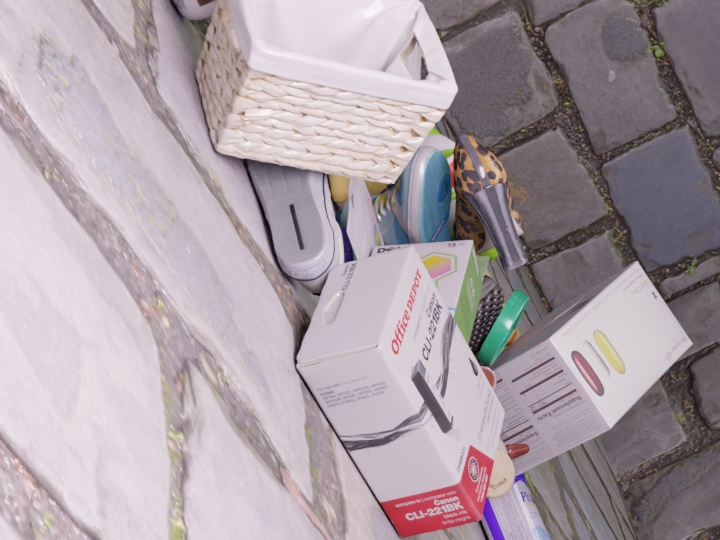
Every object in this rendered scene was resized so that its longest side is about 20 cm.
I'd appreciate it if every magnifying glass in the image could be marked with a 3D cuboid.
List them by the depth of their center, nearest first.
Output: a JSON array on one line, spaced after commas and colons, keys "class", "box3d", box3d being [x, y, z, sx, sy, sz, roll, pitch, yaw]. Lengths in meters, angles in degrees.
[{"class": "magnifying glass", "box3d": [0.149, 0.062, 1.604, 0.022, 0.080, 0.200, 30, -1, 7]}]

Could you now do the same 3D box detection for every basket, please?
[{"class": "basket", "box3d": [-0.037, -0.171, 1.368, 0.198, 0.124, 0.136, 9, 42, -27]}]

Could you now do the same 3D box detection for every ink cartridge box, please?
[{"class": "ink cartridge box", "box3d": [0.039, 0.102, 1.338, 0.201, 0.083, 0.145, 59, 29, -26]}, {"class": "ink cartridge box", "box3d": [0.058, 0.022, 1.511, 0.201, 0.103, 0.060, -69, 150, -52]}]

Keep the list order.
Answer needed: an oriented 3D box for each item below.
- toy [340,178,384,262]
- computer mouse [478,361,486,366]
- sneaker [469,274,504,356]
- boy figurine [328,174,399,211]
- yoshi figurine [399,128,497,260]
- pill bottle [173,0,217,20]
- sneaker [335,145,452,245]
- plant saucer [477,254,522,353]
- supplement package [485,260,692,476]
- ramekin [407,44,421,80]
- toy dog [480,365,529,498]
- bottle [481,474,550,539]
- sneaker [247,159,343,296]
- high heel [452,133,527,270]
[{"class": "toy", "box3d": [0.000, 0.000, 1.589, 0.116, 0.047, 0.201, -87, 160, -48]}, {"class": "computer mouse", "box3d": [0.078, 0.076, 1.791, 0.141, 0.046, 0.200, 52, -7, -13]}, {"class": "sneaker", "box3d": [0.084, 0.064, 1.641, 0.090, 0.070, 0.201, 37, -37, 18]}, {"class": "boy figurine", "box3d": [-0.001, -0.116, 1.806, 0.200, 0.064, 0.125, 49, 55, -22]}, {"class": "yoshi figurine", "box3d": [0.085, -0.089, 1.798, 0.201, 0.112, 0.112, 52, 8, -6]}, {"class": "pill bottle", "box3d": [-0.161, -0.337, 1.411, 0.201, 0.108, 0.109, 60, 10, -22]}, {"class": "sneaker", "box3d": [0.027, -0.066, 1.661, 0.080, 0.129, 0.201, -53, 155, -36]}, {"class": "plant saucer", "box3d": [0.139, 0.068, 1.813, 0.202, 0.047, 0.200, 64, -10, 9]}, {"class": "supplement package", "box3d": [0.227, 0.104, 1.649, 0.111, 0.155, 0.200, 55, 44, 0]}, {"class": "ramekin", "box3d": [-0.028, -0.210, 1.586, 0.203, 0.200, 0.095, 52, 27, -53]}, {"class": "toy dog", "box3d": [0.107, 0.142, 1.569, 0.131, 0.096, 0.202, 13, -56, 56]}, {"class": "bottle", "box3d": [0.159, 0.253, 1.774, 0.202, 0.065, 0.084, 68, 11, 21]}, {"class": "sneaker", "box3d": [-0.059, -0.063, 1.423, 0.071, 0.072, 0.202, 67, 13, -54]}, {"class": "high heel", "box3d": [0.120, -0.087, 1.640, 0.200, 0.071, 0.144, -131, -162, -75]}]
